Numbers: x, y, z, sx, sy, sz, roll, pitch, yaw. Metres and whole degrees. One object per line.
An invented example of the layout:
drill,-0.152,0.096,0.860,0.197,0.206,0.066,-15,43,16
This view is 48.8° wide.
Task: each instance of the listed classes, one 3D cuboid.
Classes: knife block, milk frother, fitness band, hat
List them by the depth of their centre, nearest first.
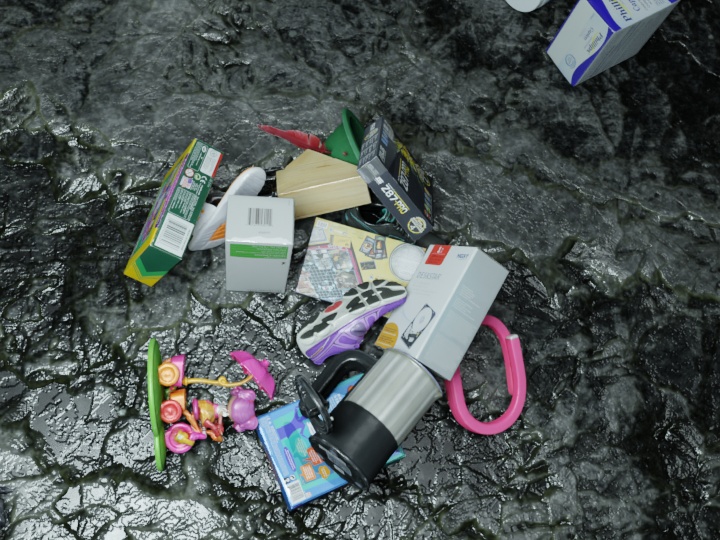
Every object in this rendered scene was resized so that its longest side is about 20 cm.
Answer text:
milk frother,0.005,0.188,1.174,0.180,0.200,0.188,38,66,10
fitness band,0.207,0.173,1.323,0.143,0.037,0.201,-11,93,-26
knife block,-0.106,-0.126,1.366,0.200,0.064,0.176,24,57,34
hat,-0.067,-0.188,1.448,0.176,0.166,0.200,-24,45,13

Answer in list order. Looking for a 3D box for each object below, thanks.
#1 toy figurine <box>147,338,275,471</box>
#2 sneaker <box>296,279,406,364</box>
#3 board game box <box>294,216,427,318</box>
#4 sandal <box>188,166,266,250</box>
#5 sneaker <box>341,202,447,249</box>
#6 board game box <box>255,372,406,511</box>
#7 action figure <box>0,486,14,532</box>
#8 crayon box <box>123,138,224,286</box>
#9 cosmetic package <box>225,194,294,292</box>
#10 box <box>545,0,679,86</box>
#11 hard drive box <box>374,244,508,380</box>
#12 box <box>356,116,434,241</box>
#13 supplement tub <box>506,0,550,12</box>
toy figurine,-0.221,0.198,1.209,0.183,0.150,0.201,-3,90,-9
sneaker,-0.009,0.085,1.323,0.200,0.081,0.084,-30,120,0
board game box,0.000,0.000,1.367,0.199,0.035,0.136,16,87,-4
sandal,-0.226,-0.113,1.321,0.079,0.207,0.059,-9,58,-51
sneaker,0.064,-0.067,1.409,0.199,0.079,0.076,18,65,-4
board game box,-0.050,0.269,1.263,0.199,0.045,0.152,-20,72,-17
action figure,-0.549,0.365,1.100,0.118,0.102,0.201,-7,70,-1
crayon box,-0.305,-0.091,1.293,0.058,0.172,0.201,26,64,-20
cosmetic package,-0.165,-0.039,1.286,0.107,0.200,0.085,2,65,-7
box,0.511,-0.499,1.616,0.200,0.184,0.105,-30,77,-21
hard drive box,0.129,0.063,1.290,0.077,0.156,0.200,34,79,-22
box,0.064,-0.162,1.372,0.161,0.049,0.200,48,23,-20
supplement tub,0.403,-0.651,1.689,0.200,0.132,0.132,-36,78,-21
